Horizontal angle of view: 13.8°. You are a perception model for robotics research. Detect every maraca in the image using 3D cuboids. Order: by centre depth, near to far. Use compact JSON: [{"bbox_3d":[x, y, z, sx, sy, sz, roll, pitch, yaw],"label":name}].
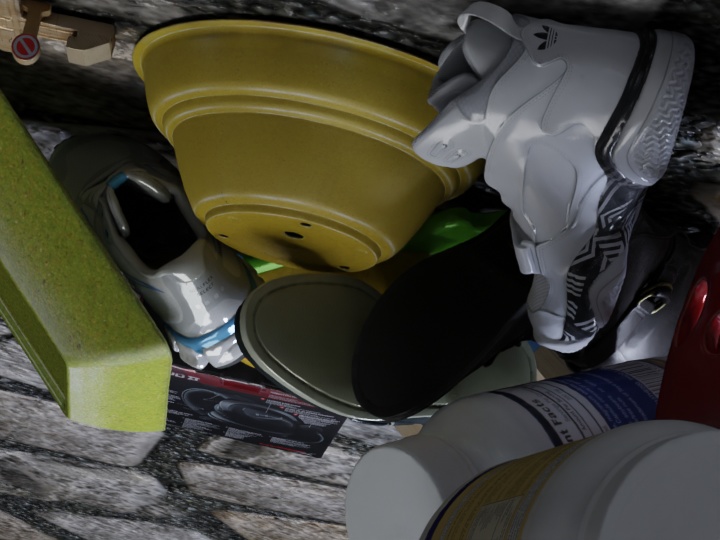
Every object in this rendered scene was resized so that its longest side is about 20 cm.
[{"bbox_3d":[0.000,0.000,1.650,0.199,0.108,0.137,-14,167,13],"label":"maraca"}]

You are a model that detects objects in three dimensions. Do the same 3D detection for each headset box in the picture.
[{"bbox_3d":[-0.077,0.055,1.935,0.148,0.078,0.200,12,163,-4],"label":"headset box"}]

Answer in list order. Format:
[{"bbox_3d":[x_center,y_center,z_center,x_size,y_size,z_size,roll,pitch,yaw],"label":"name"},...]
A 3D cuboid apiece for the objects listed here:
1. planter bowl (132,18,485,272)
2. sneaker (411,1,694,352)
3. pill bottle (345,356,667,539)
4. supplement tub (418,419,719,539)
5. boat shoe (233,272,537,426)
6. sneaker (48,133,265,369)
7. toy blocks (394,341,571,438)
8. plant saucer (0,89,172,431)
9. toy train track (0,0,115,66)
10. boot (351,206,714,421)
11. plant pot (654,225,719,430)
[{"bbox_3d":[-0.027,-0.051,1.519,0.199,0.084,0.200,11,165,3],"label":"planter bowl"},{"bbox_3d":[0.081,-0.048,1.404,0.114,0.075,0.200,17,138,1],"label":"sneaker"},{"bbox_3d":[0.094,0.112,1.506,0.199,0.112,0.111,-10,180,-39],"label":"pill bottle"},{"bbox_3d":[0.118,0.145,1.328,0.145,0.146,0.200,17,164,-17],"label":"supplement tub"},{"bbox_3d":[0.002,0.046,1.575,0.199,0.075,0.066,6,168,-40],"label":"boat shoe"},{"bbox_3d":[-0.117,-0.033,1.594,0.200,0.075,0.087,41,167,46],"label":"sneaker"},{"bbox_3d":[0.081,0.070,1.727,0.137,0.100,0.200,51,145,2],"label":"toy blocks"},{"bbox_3d":[-0.178,-0.001,1.634,0.048,0.200,0.200,-32,170,-12],"label":"plant saucer"},{"bbox_3d":[-0.224,-0.126,1.496,0.199,0.033,0.115,12,164,2],"label":"toy train track"},{"bbox_3d":[0.103,0.030,1.563,0.069,0.200,0.174,48,-178,35],"label":"boot"},{"bbox_3d":[0.247,0.023,1.396,0.199,0.183,0.201,10,164,3],"label":"plant pot"}]
